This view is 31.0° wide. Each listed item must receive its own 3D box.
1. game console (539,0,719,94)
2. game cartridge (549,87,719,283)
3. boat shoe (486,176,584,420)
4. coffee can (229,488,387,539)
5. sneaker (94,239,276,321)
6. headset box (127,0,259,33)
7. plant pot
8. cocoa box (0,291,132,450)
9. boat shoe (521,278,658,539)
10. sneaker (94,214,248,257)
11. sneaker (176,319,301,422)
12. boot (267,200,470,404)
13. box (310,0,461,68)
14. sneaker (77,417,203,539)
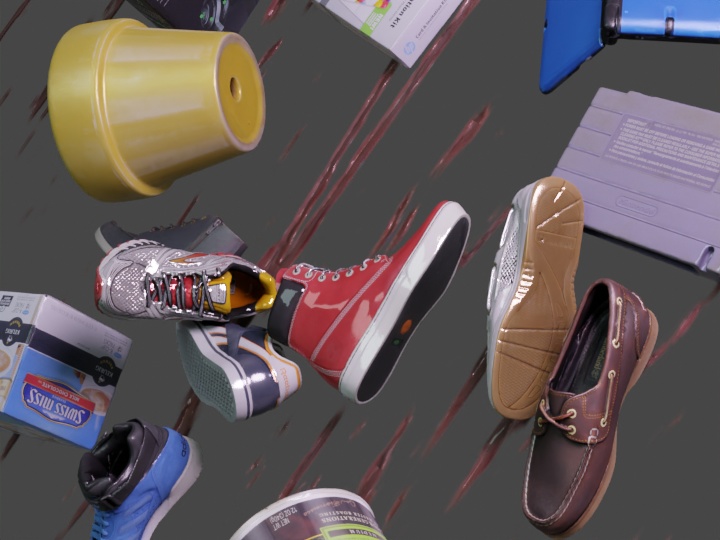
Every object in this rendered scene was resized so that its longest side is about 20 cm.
[{"bbox_3d":[0.256,-0.267,1.190,0.168,0.119,0.202,5,65,8],"label":"game console"},{"bbox_3d":[0.250,-0.076,1.070,0.199,0.038,0.130,26,80,46],"label":"game cartridge"},{"bbox_3d":[0.139,0.024,1.087,0.069,0.070,0.203,-7,68,67],"label":"boat shoe"},{"bbox_3d":[-0.014,0.291,0.996,0.146,0.146,0.200,-45,44,10],"label":"coffee can"},{"bbox_3d":[-0.167,0.012,1.259,0.082,0.198,0.079,11,101,50],"label":"sneaker"},{"bbox_3d":[-0.190,-0.364,1.514,0.092,0.200,0.175,32,88,30],"label":"headset box"},{"bbox_3d":[-0.214,-0.186,1.438,0.186,0.201,0.203,-6,60,20],"label":"plant pot"},{"bbox_3d":[-0.376,0.107,1.431,0.198,0.133,0.133,3,68,42],"label":"cocoa box"},{"bbox_3d":[0.167,0.104,1.008,0.070,0.070,0.202,9,73,42],"label":"boat shoe"},{"bbox_3d":[-0.203,-0.026,1.414,0.199,0.075,0.107,33,83,38],"label":"sneaker"},{"bbox_3d":[-0.120,0.092,1.264,0.079,0.079,0.200,-15,21,-22],"label":"sneaker"},{"bbox_3d":[0.000,0.000,1.187,0.144,0.072,0.201,35,92,28],"label":"boot"},{"bbox_3d":[0.037,-0.323,1.398,0.156,0.041,0.200,-51,45,4],"label":"box"},{"bbox_3d":[-0.247,0.235,1.258,0.201,0.111,0.077,-55,44,1],"label":"sneaker"}]
